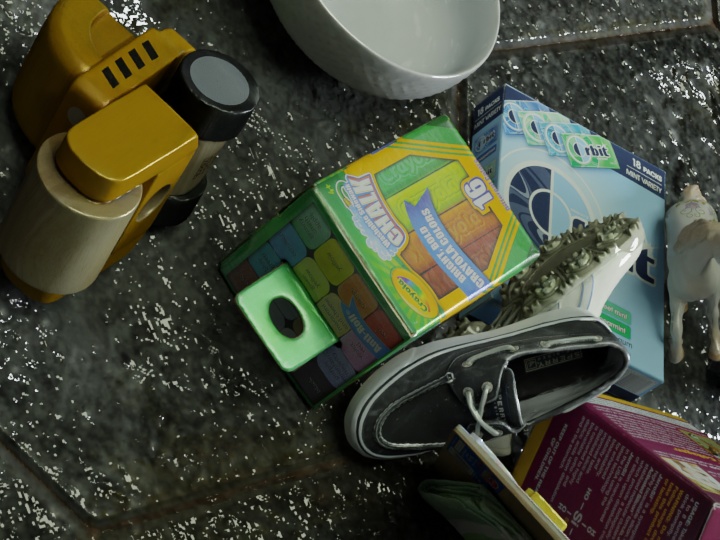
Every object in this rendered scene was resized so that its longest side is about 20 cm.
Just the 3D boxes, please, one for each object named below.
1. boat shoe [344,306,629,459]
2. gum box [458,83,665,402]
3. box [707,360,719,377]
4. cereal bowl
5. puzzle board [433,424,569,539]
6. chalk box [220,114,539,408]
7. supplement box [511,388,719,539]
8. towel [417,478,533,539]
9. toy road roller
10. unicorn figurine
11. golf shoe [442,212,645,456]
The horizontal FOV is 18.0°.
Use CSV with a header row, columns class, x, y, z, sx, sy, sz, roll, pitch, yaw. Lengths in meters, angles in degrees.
class,x,y,z,sx,sy,sz,roll,pitch,yaw
boat shoe,0.088,0.084,1.542,0.198,0.068,0.072,-17,112,-12
gum box,0.159,-0.022,1.748,0.169,0.044,0.201,26,51,-26
box,0.365,0.039,1.737,0.050,0.200,0.158,33,87,-19
cereal bowl,0.004,-0.212,1.705,0.199,0.083,0.201,20,54,-30
puzzle board,0.109,0.168,1.489,0.017,0.200,0.151,-41,82,-9
chalk box,0.000,0.000,1.546,0.200,0.124,0.125,-32,87,-46
supplement box,0.211,0.172,1.560,0.130,0.104,0.200,18,12,-33
towel,0.120,0.220,1.513,0.023,0.153,0.200,-42,95,-11
toy road roller,-0.176,-0.090,1.462,0.146,0.123,0.200,41,42,7
unicorn figurine,0.262,-0.002,1.740,0.073,0.138,0.200,-9,30,-7
golf shoe,0.137,0.046,1.626,0.200,0.078,0.097,-42,111,-2
